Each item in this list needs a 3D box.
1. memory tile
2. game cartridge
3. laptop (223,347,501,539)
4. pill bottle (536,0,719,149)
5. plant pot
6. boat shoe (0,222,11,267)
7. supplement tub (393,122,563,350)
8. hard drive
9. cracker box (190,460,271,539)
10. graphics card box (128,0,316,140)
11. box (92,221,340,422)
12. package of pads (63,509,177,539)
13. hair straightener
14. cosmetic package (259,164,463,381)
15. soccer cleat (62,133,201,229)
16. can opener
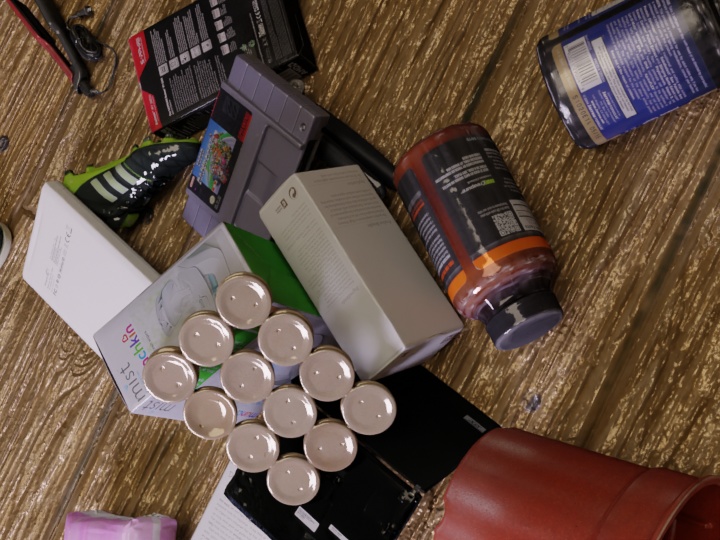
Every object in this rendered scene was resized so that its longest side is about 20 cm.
[{"bbox_3d":[-0.081,0.108,1.086,0.200,0.017,0.153,41,106,-13],"label":"memory tile"},{"bbox_3d":[-0.115,-0.106,1.271,0.129,0.038,0.202,37,121,24],"label":"game cartridge"},{"bbox_3d":[0.000,0.182,1.164,0.177,0.103,0.202,35,100,28],"label":"laptop"},{"bbox_3d":[0.266,-0.199,1.094,0.198,0.112,0.113,-24,70,21],"label":"pill bottle"},{"bbox_3d":[0.178,0.232,1.019,0.194,0.200,0.203,19,88,36],"label":"plant pot"},{"bbox_3d":[-0.489,0.027,1.453,0.074,0.066,0.201,38,98,27],"label":"boat shoe"},{"bbox_3d":[0.113,-0.029,1.140,0.106,0.107,0.202,-32,67,17],"label":"supplement tub"},{"bbox_3d":[-0.298,0.010,1.357,0.199,0.026,0.133,39,123,27],"label":"hard drive"},{"bbox_3d":[-0.096,0.279,1.211,0.133,0.058,0.202,29,94,27],"label":"cracker box"},{"bbox_3d":[-0.154,-0.239,1.348,0.198,0.051,0.127,-25,69,21],"label":"graphics card box"},{"bbox_3d":[-0.126,0.059,1.190,0.176,0.200,0.097,-39,66,13],"label":"box"},{"bbox_3d":[-0.253,0.349,1.257,0.119,0.075,0.203,-7,76,42],"label":"package of pads"},{"bbox_3d":[-0.349,-0.284,1.460,0.077,0.041,0.201,-44,64,13],"label":"hair straightener"},{"bbox_3d":[0.000,0.000,1.173,0.074,0.101,0.201,-43,70,37],"label":"cosmetic package"},{"bbox_3d":[-0.251,-0.094,1.365,0.198,0.067,0.082,-18,82,29],"label":"soccer cleat"},{"bbox_3d":[-0.034,-0.135,1.271,0.199,0.079,0.063,32,56,25],"label":"can opener"}]
